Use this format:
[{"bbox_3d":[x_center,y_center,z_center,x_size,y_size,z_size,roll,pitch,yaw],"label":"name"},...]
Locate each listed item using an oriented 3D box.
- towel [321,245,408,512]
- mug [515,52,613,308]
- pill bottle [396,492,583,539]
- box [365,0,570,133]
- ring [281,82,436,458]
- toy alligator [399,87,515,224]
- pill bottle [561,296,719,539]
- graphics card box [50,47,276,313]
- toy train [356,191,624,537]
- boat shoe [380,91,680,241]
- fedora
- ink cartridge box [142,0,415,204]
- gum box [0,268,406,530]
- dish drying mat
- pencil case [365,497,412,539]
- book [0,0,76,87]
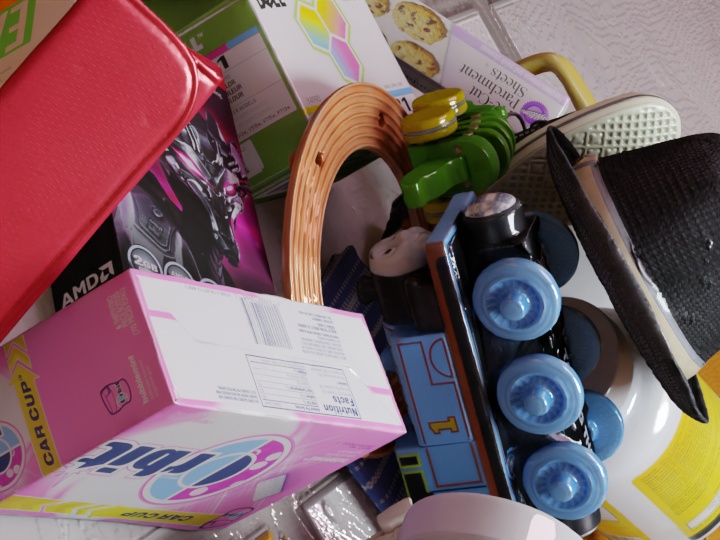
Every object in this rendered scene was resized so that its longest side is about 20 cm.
[{"bbox_3d":[0.027,0.096,1.457,0.200,0.024,0.145,52,29,-14],"label":"towel"},{"bbox_3d":[0.127,-0.028,1.604,0.187,0.153,0.149,54,27,-13],"label":"mug"},{"bbox_3d":[0.038,0.210,1.182,0.116,0.116,0.200,42,52,-34],"label":"pill bottle"},{"bbox_3d":[0.031,-0.138,1.565,0.200,0.041,0.039,34,-11,2],"label":"box"},{"bbox_3d":[0.000,0.000,1.394,0.200,0.019,0.201,-3,90,-65],"label":"ring"},{"bbox_3d":[0.062,-0.073,1.447,0.200,0.054,0.059,-60,138,-70],"label":"toy alligator"},{"bbox_3d":[0.149,0.088,1.537,0.200,0.112,0.112,42,29,-56],"label":"pill bottle"},{"bbox_3d":[-0.108,-0.040,1.298,0.125,0.051,0.200,29,38,-45],"label":"graphics card box"},{"bbox_3d":[0.067,0.056,1.369,0.087,0.114,0.201,-62,139,-61],"label":"toy train"},{"bbox_3d":[0.094,-0.054,1.519,0.075,0.200,0.062,44,26,-34],"label":"boat shoe"},{"bbox_3d":[0.175,-0.014,1.396,0.201,0.091,0.201,60,9,-16],"label":"fedora"},{"bbox_3d":[-0.061,-0.145,1.469,0.200,0.076,0.148,64,26,3],"label":"ink cartridge box"},{"bbox_3d":[-0.078,0.063,1.185,0.200,0.113,0.066,13,52,-57],"label":"gum box"},{"bbox_3d":[-0.145,-0.026,1.084,0.077,0.200,0.018,42,-2,-32],"label":"dish drying mat"},{"bbox_3d":[0.046,0.217,1.295,0.090,0.078,0.200,64,13,-58],"label":"pencil case"},{"bbox_3d":[-0.164,-0.118,1.190,0.048,0.133,0.200,41,32,-34],"label":"book"}]
